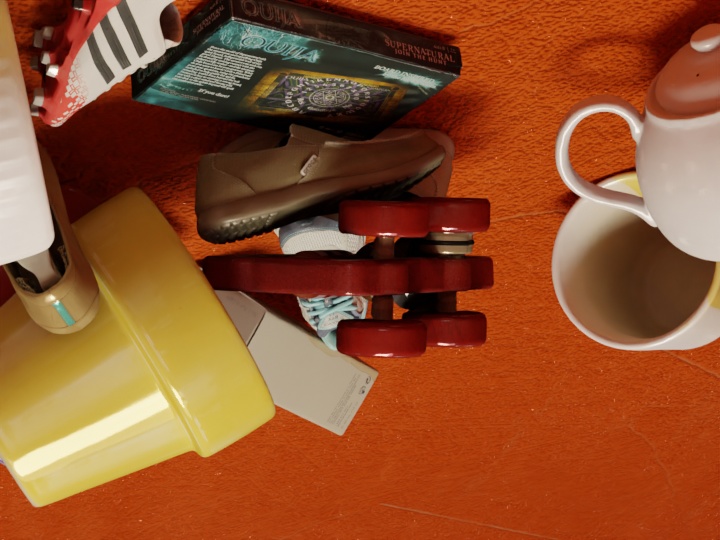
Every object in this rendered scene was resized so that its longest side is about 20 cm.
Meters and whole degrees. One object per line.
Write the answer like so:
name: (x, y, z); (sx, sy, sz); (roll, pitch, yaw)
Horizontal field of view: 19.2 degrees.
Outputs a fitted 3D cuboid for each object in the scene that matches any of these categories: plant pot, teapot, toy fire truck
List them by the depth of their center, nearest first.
teapot: (0.273, -0.112, 1.546); (0.197, 0.200, 0.146); (10, 139, 54)
plant pot: (-0.192, 0.071, 1.563); (0.189, 0.201, 0.201); (-32, 159, -10)
toy fire truck: (0.000, 0.000, 1.597); (0.167, 0.113, 0.200); (4, -175, 35)

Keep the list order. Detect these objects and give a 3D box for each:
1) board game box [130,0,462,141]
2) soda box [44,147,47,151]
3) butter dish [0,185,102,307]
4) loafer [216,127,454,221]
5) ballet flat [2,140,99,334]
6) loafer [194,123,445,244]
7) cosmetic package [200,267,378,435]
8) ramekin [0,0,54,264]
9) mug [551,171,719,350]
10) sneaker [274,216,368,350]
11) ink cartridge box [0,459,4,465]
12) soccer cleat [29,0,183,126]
board game box: (-0.045, -0.141, 1.522); (0.199, 0.028, 0.135); (10, 153, -35)
soda box: (-0.331, -0.043, 1.622); (0.200, 0.064, 0.068); (-22, 151, 29)
butter dish: (-0.265, 0.029, 1.712); (0.148, 0.200, 0.200); (30, 175, 40)
loafer: (-0.020, -0.070, 1.645); (0.199, 0.069, 0.076); (-5, 155, -10)
ballet flat: (-0.239, -0.047, 1.490); (0.069, 0.200, 0.063); (-34, 153, 0)
loafer: (-0.032, -0.076, 1.566); (0.199, 0.068, 0.076); (-15, 170, -22)
cosmetic package: (-0.082, 0.072, 1.892); (0.103, 0.073, 0.200); (31, 179, 34)
ramekin: (-0.261, -0.092, 1.374); (0.097, 0.201, 0.201); (-12, 157, -9)
mug: (0.276, 0.000, 1.814); (0.186, 0.150, 0.153); (-11, 165, 25)
sneaker: (-0.022, 0.006, 1.796); (0.077, 0.087, 0.200); (-11, 157, 6)
ink cartridge box: (-0.254, 0.123, 1.994); (0.199, 0.043, 0.198); (-27, 155, 4)
soccer cleat: (-0.165, -0.153, 1.418); (0.085, 0.069, 0.200); (7, 148, -21)
